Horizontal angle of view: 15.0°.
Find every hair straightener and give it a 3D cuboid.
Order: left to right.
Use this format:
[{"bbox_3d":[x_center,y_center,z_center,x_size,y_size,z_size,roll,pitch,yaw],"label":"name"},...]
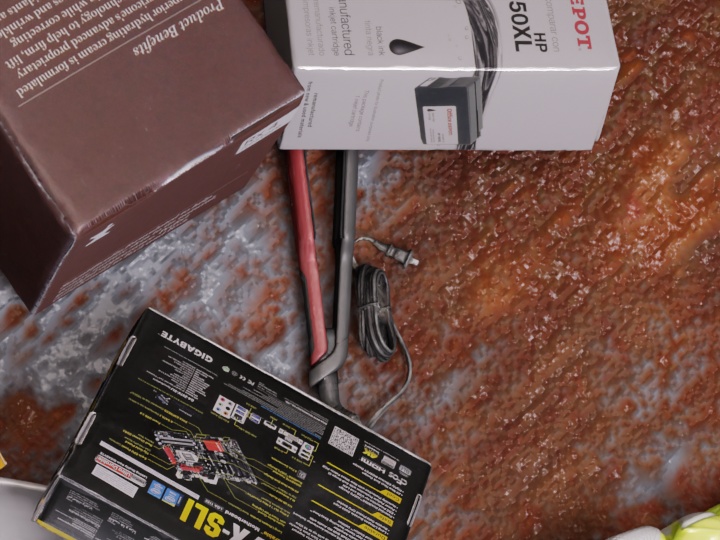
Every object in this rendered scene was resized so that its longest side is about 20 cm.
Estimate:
[{"bbox_3d":[0.000,0.000,1.650,0.076,0.041,0.201,-4,75,-10],"label":"hair straightener"}]

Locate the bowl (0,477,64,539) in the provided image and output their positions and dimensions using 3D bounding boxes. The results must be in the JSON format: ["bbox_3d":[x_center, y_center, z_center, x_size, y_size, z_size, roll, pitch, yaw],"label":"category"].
[{"bbox_3d":[-0.223,0.220,1.544,0.199,0.075,0.201,8,76,-7],"label":"bowl"}]

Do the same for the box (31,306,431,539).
[{"bbox_3d":[-0.069,0.127,1.561,0.199,0.049,0.160,29,40,-5],"label":"box"}]

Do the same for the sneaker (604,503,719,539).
[{"bbox_3d":[0.190,0.200,1.619,0.199,0.076,0.106,-18,81,-14],"label":"sneaker"}]

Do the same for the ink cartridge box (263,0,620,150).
[{"bbox_3d":[0.046,-0.153,1.654,0.198,0.084,0.145,0,56,-10],"label":"ink cartridge box"}]

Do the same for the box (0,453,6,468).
[{"bbox_3d":[-0.309,0.110,1.505,0.199,0.042,0.119,-31,55,-10],"label":"box"}]

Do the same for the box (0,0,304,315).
[{"bbox_3d":[-0.167,-0.116,1.579,0.165,0.164,0.201,-32,84,-22],"label":"box"}]
